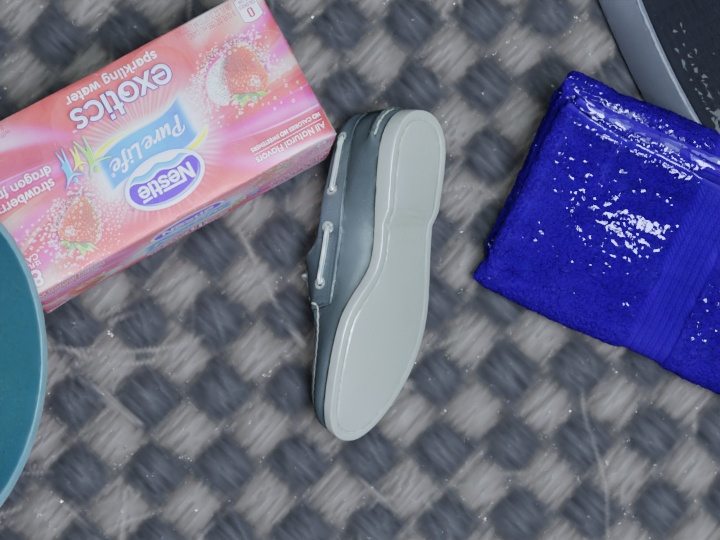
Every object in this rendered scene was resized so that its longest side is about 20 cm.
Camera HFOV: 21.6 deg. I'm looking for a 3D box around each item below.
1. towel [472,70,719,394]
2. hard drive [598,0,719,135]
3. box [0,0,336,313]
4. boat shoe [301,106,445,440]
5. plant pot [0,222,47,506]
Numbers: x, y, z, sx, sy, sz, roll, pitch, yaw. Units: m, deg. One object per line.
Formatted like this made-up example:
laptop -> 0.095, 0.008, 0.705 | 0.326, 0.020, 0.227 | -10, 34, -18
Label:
towel -> 0.183, -0.016, 1.122 | 0.199, 0.050, 0.148 | 24, 104, 1
hard drive -> 0.239, -0.135, 1.164 | 0.134, 0.042, 0.201 | -27, 87, -6
box -> -0.124, -0.068, 1.102 | 0.199, 0.095, 0.103 | -28, 88, -7
boat shoe -> 0.000, 0.000, 1.134 | 0.062, 0.073, 0.201 | 12, 90, 40
plant pot -> -0.306, 0.051, 1.016 | 0.187, 0.200, 0.201 | 1, 82, 34
